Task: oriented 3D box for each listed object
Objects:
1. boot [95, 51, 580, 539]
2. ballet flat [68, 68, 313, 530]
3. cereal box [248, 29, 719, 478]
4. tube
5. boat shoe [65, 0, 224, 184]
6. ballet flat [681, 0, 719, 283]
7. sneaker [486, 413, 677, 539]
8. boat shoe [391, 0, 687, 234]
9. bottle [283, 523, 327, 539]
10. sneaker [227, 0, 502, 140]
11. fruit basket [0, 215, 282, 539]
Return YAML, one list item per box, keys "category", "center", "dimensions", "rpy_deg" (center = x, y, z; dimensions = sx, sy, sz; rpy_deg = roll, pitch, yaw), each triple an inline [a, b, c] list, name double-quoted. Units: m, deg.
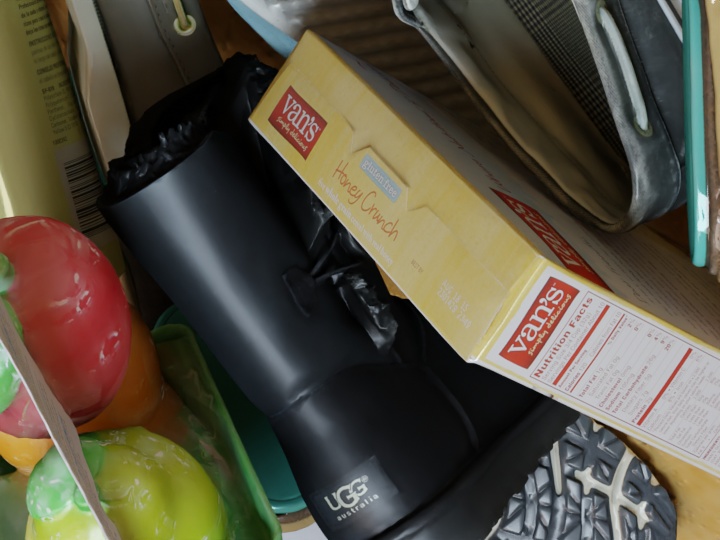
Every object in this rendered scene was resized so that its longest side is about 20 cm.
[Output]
- category: "boot"
  center: [0.000, 0.000, 0.879]
  dimensions: [0.076, 0.200, 0.169]
  rpy_deg: [-28, 97, 25]
- category: "ballet flat"
  center: [-0.060, 0.013, 0.963]
  dimensions: [0.063, 0.068, 0.201]
  rpy_deg: [106, 142, -62]
- category: "cereal box"
  center: [0.073, 0.009, 0.777]
  dimensions: [0.199, 0.040, 0.144]
  rpy_deg: [26, -166, -38]
- category: "tube"
  center: [-0.130, -0.088, 0.897]
  dimensions: [0.058, 0.052, 0.202]
  rpy_deg: [-2, 105, 47]
- category: "boat shoe"
  center: [-0.078, -0.113, 0.880]
  dimensions: [0.072, 0.060, 0.203]
  rpy_deg: [-119, 15, -58]
- category: "ballet flat"
  center: [0.108, -0.096, 0.691]
  dimensions: [0.062, 0.069, 0.202]
  rpy_deg: [-7, 106, 8]
- category: "sneaker"
  center: [0.030, 0.074, 1.031]
  dimensions: [0.198, 0.078, 0.086]
  rpy_deg: [16, -176, 7]
- category: "boat shoe"
  center: [0.037, -0.099, 0.740]
  dimensions: [0.200, 0.071, 0.072]
  rpy_deg: [50, 132, 5]
- category: "bottle"
  center: [0.007, 0.142, 1.111]
  dimensions: [0.199, 0.084, 0.065]
  rpy_deg: [31, 161, -13]
- category: "sneaker"
  center: [0.012, -0.082, 0.846]
  dimensions: [0.200, 0.074, 0.082]
  rpy_deg: [46, -177, -28]
- category: "fruit basket"
  center: [-0.097, 0.041, 0.795]
  dimensions: [0.201, 0.093, 0.186]
  rpy_deg: [60, 180, -36]
